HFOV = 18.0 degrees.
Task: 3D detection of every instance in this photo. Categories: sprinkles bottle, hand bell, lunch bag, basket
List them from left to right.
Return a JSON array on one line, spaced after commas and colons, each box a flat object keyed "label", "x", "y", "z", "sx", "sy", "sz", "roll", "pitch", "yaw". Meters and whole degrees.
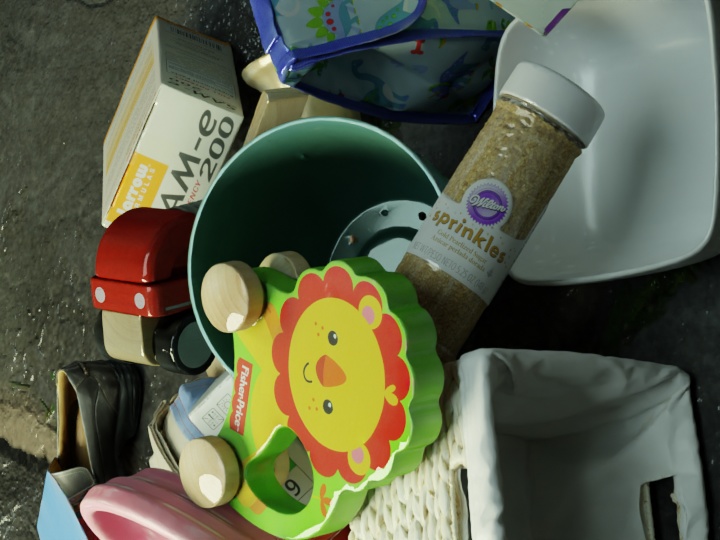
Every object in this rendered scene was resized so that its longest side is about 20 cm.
[{"label": "hand bell", "x": -0.016, "y": -0.070, "z": 1.743, "sx": 0.104, "sy": 0.104, "sz": 0.202, "roll": -23, "pitch": 79, "yaw": 43}, {"label": "lunch bag", "x": 0.003, "y": -0.205, "z": 1.633, "sx": 0.128, "sy": 0.199, "sz": 0.171, "roll": -54, "pitch": 47, "yaw": 44}, {"label": "sprinkles bottle", "x": 0.081, "y": -0.036, "z": 1.475, "sx": 0.068, "sy": 0.068, "sz": 0.201, "roll": 26, "pitch": 83, "yaw": 46}, {"label": "basket", "x": 0.105, "y": 0.165, "z": 1.478, "sx": 0.160, "sy": 0.199, "sz": 0.200, "roll": -20, "pitch": 70, "yaw": 46}]

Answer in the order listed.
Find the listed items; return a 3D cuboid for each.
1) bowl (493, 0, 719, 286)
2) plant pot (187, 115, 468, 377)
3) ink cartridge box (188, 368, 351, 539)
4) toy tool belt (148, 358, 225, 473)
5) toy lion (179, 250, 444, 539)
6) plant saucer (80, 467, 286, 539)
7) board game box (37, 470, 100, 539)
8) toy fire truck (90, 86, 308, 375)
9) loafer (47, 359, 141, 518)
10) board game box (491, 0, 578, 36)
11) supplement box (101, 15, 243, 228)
[{"label": "bowl", "x": 0.182, "y": -0.091, "z": 1.523, "sx": 0.199, "sy": 0.074, "sz": 0.202, "roll": -10, "pitch": 78, "yaw": 46}, {"label": "plant pot", "x": 0.000, "y": 0.000, "z": 1.617, "sx": 0.199, "sy": 0.161, "sz": 0.202, "roll": -2, "pitch": 85, "yaw": 21}, {"label": "ink cartridge box", "x": -0.028, "y": 0.145, "z": 1.630, "sx": 0.200, "sy": 0.109, "sz": 0.050, "roll": 46, "pitch": 107, "yaw": -3}, {"label": "toy tool belt", "x": -0.078, "y": 0.141, "z": 1.736, "sx": 0.200, "sy": 0.124, "sz": 0.124, "roll": 32, "pitch": 116, "yaw": 44}, {"label": "toy lion", "x": -0.025, "y": 0.083, "z": 1.458, "sx": 0.191, "sy": 0.068, "sz": 0.202, "roll": 26, "pitch": 115, "yaw": 42}, {"label": "plant saucer", "x": -0.102, "y": 0.201, "z": 1.598, "sx": 0.200, "sy": 0.201, "sz": 0.051, "roll": 11, "pitch": 62, "yaw": 47}, {"label": "board game box", "x": -0.214, "y": 0.251, "z": 1.857, "sx": 0.159, "sy": 0.039, "sz": 0.200, "roll": 63, "pitch": 159, "yaw": 20}, {"label": "toy fire truck", "x": -0.106, "y": -0.035, "z": 1.699, "sx": 0.128, "sy": 0.175, "sz": 0.202, "roll": 7, "pitch": 105, "yaw": 45}, {"label": "loafer", "x": -0.239, "y": 0.175, "z": 1.940, "sx": 0.072, "sy": 0.072, "sz": 0.202, "roll": -3, "pitch": 82, "yaw": 45}, {"label": "board game box", "x": 0.102, "y": -0.271, "z": 1.561, "sx": 0.105, "sy": 0.103, "sz": 0.201, "roll": -47, "pitch": 32, "yaw": 22}, {"label": "supplement box", "x": -0.153, "y": -0.112, "z": 1.828, "sx": 0.200, "sy": 0.073, "sz": 0.127, "roll": -104, "pitch": 37, "yaw": -67}]
